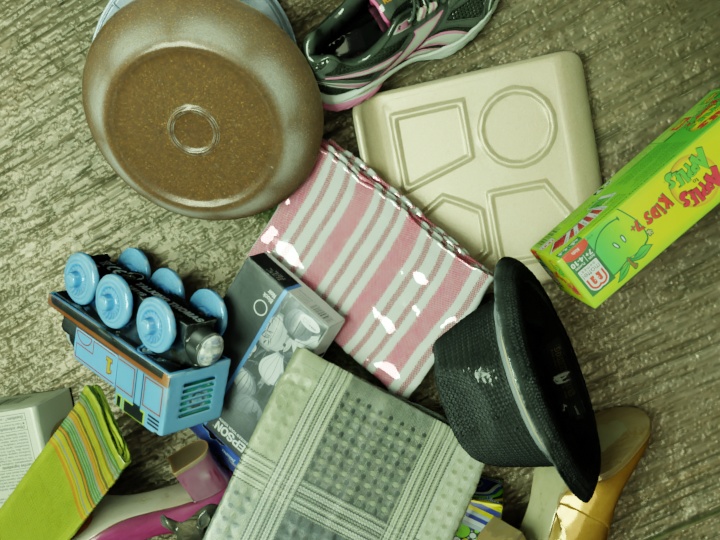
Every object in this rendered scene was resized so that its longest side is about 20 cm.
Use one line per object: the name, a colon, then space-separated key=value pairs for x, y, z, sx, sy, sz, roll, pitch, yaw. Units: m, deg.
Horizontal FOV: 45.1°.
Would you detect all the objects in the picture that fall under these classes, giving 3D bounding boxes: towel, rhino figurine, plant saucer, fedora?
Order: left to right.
towel: x=-0.267 y=0.197 z=0.747 sx=0.201 sy=0.018 sz=0.086 roll=-50 pitch=54 yaw=18
plant saucer: x=-0.129 y=-0.117 z=0.688 sx=0.197 sy=0.037 sz=0.203 roll=2 pitch=125 yaw=3
rhino figurine: x=-0.124 y=0.250 z=0.753 sx=0.059 sy=0.200 sz=0.089 roll=-5 pitch=66 yaw=16
towel: x=-0.011 y=0.189 z=0.705 sx=0.191 sy=0.035 sz=0.202 roll=28 pitch=77 yaw=-2
towel: x=0.000 y=0.000 z=0.741 sx=0.200 sy=0.030 sz=0.147 roll=41 pitch=118 yaw=16
fedora: x=0.116 y=0.093 z=0.678 sx=0.091 sy=0.200 sz=0.203 roll=-20 pitch=94 yaw=22

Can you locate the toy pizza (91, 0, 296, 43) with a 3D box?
toy pizza: x=-0.148 y=-0.176 z=0.778 sx=0.197 sy=0.032 sz=0.203 roll=1 pitch=97 yaw=9

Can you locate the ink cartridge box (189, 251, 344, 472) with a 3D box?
ink cartridge box: x=-0.104 y=0.092 z=0.778 sx=0.099 sy=0.039 sz=0.201 roll=38 pitch=113 yaw=15

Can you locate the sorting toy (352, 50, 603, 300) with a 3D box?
sorting toy: x=0.105 y=-0.075 z=0.746 sx=0.197 sy=0.036 sz=0.188 roll=-11 pitch=96 yaw=7

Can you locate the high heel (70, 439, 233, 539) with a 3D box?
high heel: x=-0.203 y=0.244 z=0.800 sx=0.198 sy=0.068 sz=0.097 roll=-28 pitch=118 yaw=-4

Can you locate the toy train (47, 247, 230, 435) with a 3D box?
toy train: x=-0.196 y=0.055 z=0.761 sx=0.198 sy=0.086 sz=0.116 roll=24 pitch=109 yaw=33

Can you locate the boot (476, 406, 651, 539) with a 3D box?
boot: x=0.193 y=0.228 z=0.753 sx=0.201 sy=0.071 sz=0.145 roll=-39 pitch=118 yaw=-15

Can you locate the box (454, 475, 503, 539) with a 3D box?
box: x=0.026 y=0.212 z=0.781 sx=0.197 sy=0.064 sz=0.071 roll=9 pitch=99 yaw=9

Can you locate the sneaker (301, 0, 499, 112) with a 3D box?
sneaker: x=0.035 y=-0.204 z=0.696 sx=0.199 sy=0.086 sz=0.081 roll=-40 pitch=81 yaw=0

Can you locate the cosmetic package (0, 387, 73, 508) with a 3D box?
cosmetic package: x=-0.322 y=0.225 z=0.844 sx=0.104 sy=0.071 sz=0.203 roll=-8 pitch=96 yaw=11

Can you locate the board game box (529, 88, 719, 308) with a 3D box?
board game box: x=0.230 y=-0.060 z=0.670 sx=0.200 sy=0.102 sz=0.048 roll=-41 pitch=95 yaw=4
